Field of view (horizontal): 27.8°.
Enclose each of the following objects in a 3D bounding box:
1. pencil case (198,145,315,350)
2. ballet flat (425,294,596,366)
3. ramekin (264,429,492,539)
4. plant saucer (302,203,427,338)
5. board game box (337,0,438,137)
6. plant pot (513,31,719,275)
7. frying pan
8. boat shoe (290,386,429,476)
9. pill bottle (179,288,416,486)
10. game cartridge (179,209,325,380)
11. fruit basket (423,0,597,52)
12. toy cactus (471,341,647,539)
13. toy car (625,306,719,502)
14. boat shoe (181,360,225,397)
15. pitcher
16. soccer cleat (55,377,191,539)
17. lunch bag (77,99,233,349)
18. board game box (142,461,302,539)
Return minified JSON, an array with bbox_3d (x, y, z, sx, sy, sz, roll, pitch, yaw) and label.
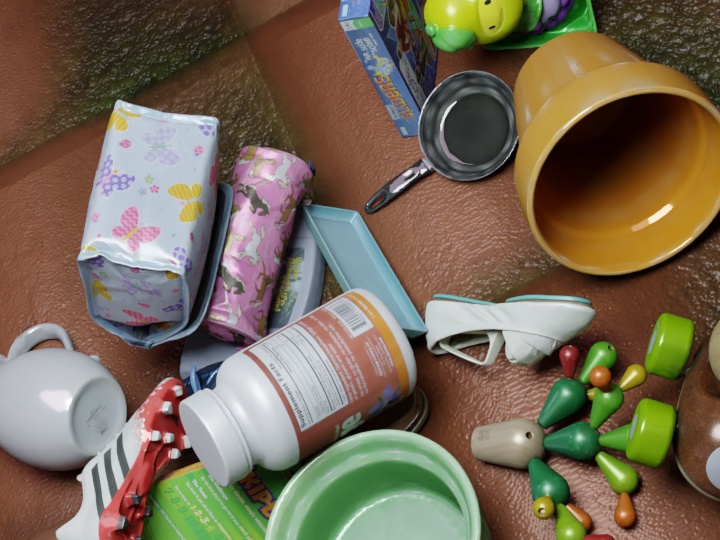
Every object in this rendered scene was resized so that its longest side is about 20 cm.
[{"bbox_3d":[-0.108,-0.023,1.454,0.086,0.083,0.202,19,75,-8],"label":"pencil case"},{"bbox_3d":[0.136,0.059,1.354,0.199,0.069,0.070,0,57,47],"label":"ballet flat"},{"bbox_3d":[0.023,0.251,1.277,0.198,0.098,0.202,-11,56,17],"label":"ramekin"},{"bbox_3d":[0.000,0.000,1.454,0.019,0.069,0.201,-64,35,28],"label":"plant saucer"},{"bbox_3d":[0.033,-0.253,1.522,0.034,0.200,0.137,-5,57,20],"label":"board game box"},{"bbox_3d":[0.228,-0.130,1.381,0.199,0.201,0.184,-26,38,6],"label":"plant pot"},{"bbox_3d":[0.096,-0.117,1.515,0.114,0.031,0.191,33,97,26],"label":"frying pan"},{"bbox_3d":[-0.033,0.152,1.382,0.198,0.068,0.072,-24,52,7],"label":"boat shoe"},{"bbox_3d":[-0.057,0.108,1.302,0.199,0.113,0.112,-29,50,-21],"label":"pill bottle"},{"bbox_3d":[-0.106,0.025,1.514,0.132,0.041,0.202,1,61,19],"label":"game cartridge"},{"bbox_3d":[0.153,-0.305,1.500,0.154,0.216,0.218,-2,59,22],"label":"fruit basket"},{"bbox_3d":[0.173,0.153,1.288,0.164,0.102,0.202,-6,66,32],"label":"toy cactus"},{"bbox_3d":[0.320,0.087,1.159,0.163,0.200,0.159,16,65,5],"label":"toy car"},{"bbox_3d":[-0.129,0.115,1.423,0.199,0.069,0.085,-28,81,21],"label":"boat shoe"},{"bbox_3d":[-0.325,0.122,1.509,0.198,0.122,0.172,4,46,38],"label":"pitcher"},{"bbox_3d":[-0.216,0.178,1.344,0.084,0.069,0.201,-4,44,24],"label":"soccer cleat"},{"bbox_3d":[-0.192,-0.036,1.383,0.126,0.200,0.171,10,64,-3],"label":"lunch bag"},{"bbox_3d":[-0.138,0.227,1.370,0.198,0.096,0.030,-19,12,13],"label":"board game box"}]
